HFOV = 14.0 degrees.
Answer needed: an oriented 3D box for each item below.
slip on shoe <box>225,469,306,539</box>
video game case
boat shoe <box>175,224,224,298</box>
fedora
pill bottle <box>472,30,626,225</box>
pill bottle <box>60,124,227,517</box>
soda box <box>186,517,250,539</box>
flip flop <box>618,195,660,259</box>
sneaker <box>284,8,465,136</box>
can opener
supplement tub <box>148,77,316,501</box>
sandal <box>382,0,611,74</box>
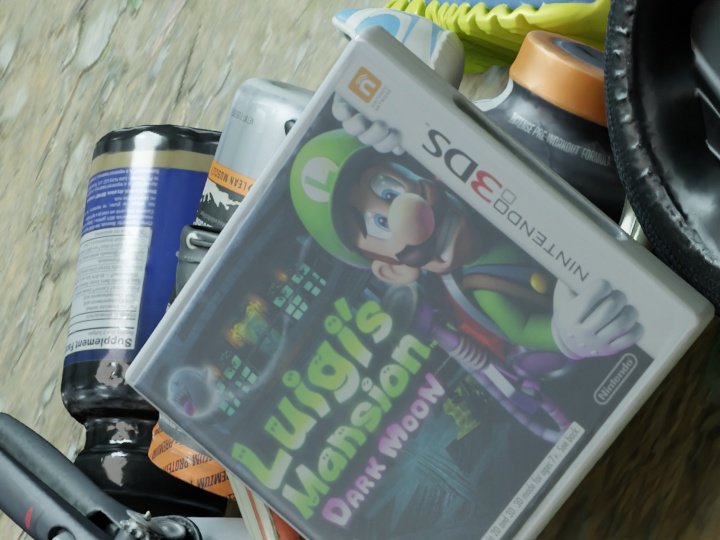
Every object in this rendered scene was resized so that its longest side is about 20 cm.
[{"bbox_3d":[-0.007,0.126,1.290,0.061,0.074,0.201,-21,90,11],"label":"slip on shoe"},{"bbox_3d":[0.019,0.031,1.205,0.182,0.023,0.200,40,118,8],"label":"video game case"},{"bbox_3d":[0.000,0.000,1.267,0.199,0.069,0.057,-6,89,31],"label":"boat shoe"},{"bbox_3d":[0.186,-0.073,1.162,0.200,0.091,0.202,1,91,51],"label":"fedora"},{"bbox_3d":[0.070,-0.005,1.326,0.106,0.106,0.201,43,114,56],"label":"pill bottle"},{"bbox_3d":[-0.103,0.031,1.593,0.112,0.111,0.201,-15,66,56],"label":"pill bottle"},{"bbox_3d":[-0.045,0.161,1.486,0.200,0.063,0.069,-9,72,58],"label":"soda box"},{"bbox_3d":[0.145,-0.024,1.251,0.057,0.081,0.201,21,92,31],"label":"flip flop"},{"bbox_3d":[-0.011,-0.026,1.373,0.072,0.072,0.201,18,86,16],"label":"sneaker"},{"bbox_3d":[-0.150,0.128,1.505,0.200,0.063,0.079,36,109,34],"label":"can opener"},{"bbox_3d":[-0.033,0.014,1.472,0.122,0.122,0.201,26,100,59],"label":"supplement tub"},{"bbox_3d":[0.073,-0.142,1.413,0.200,0.079,0.088,12,83,58],"label":"sandal"}]
